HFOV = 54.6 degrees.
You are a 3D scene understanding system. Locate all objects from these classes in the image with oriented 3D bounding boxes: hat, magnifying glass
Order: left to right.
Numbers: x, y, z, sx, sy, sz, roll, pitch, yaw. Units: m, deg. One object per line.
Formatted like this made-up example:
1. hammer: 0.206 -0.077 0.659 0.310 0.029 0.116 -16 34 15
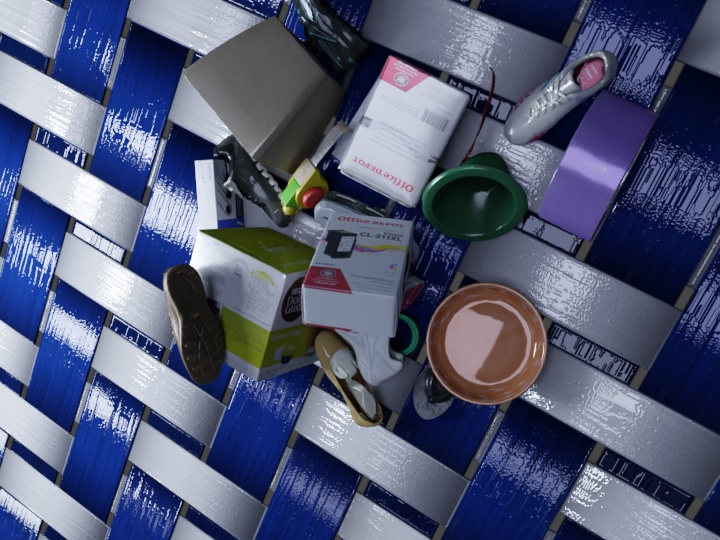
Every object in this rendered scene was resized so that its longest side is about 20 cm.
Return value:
1. magnifying glass: 0.014 0.117 1.277 0.198 0.022 0.081 -2 97 21
2. hat: 0.201 -0.175 1.153 0.165 0.177 0.200 29 140 -22

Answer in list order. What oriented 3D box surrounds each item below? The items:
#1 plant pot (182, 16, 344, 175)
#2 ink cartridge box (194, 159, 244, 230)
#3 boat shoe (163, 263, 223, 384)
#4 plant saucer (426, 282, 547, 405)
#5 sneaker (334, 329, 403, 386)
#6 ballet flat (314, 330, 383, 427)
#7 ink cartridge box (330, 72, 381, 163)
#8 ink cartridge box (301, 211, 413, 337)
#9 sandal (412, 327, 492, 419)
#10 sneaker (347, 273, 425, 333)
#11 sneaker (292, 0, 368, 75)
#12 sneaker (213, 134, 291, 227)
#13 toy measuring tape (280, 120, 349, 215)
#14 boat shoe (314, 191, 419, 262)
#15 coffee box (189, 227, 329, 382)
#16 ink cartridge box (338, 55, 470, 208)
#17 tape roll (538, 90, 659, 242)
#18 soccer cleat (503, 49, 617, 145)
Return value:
1. plant pot: -0.146 -0.309 1.201 0.177 0.200 0.200 -43 80 11
2. ink cartridge box: -0.263 -0.107 1.321 0.044 0.094 0.202 1 98 22
3. boat shoe: -0.279 0.087 1.154 0.067 0.071 0.202 -1 104 62
4. plant saucer: 0.209 0.121 1.163 0.198 0.037 0.203 0 89 8
5. sneaker: 0.008 0.103 1.225 0.080 0.071 0.201 -27 104 23
6. ballet flat: -0.013 0.195 1.254 0.063 0.068 0.201 -1 122 61
7. ink cartridge box: 0.039 -0.255 1.206 0.094 0.037 0.201 39 107 13
8. ink cartridge box: 0.000 0.000 1.102 0.144 0.201 0.083 7 129 8
9. sandal: 0.151 0.177 1.210 0.075 0.048 0.201 37 108 13
10. sneaker: 0.017 0.039 1.183 0.087 0.199 0.074 42 135 27
11. sneaker: -0.077 -0.428 1.210 0.200 0.075 0.079 48 114 10
12. sneaker: -0.204 -0.157 1.277 0.090 0.066 0.201 -32 100 -20
13. toy measuring tape: -0.070 -0.173 1.234 0.074 0.073 0.200 45 112 11
14. boat shoe: 0.019 -0.083 1.216 0.199 0.071 0.072 28 143 -5
15. coffee box: -0.174 0.048 1.237 0.199 0.199 0.200 25 106 25
16. ink cartridge box: 0.071 -0.225 1.138 0.145 0.085 0.201 27 107 1
17. tape roll: 0.341 -0.148 1.004 0.084 0.200 0.202 29 107 15
18. soccer cleat: 0.298 -0.268 1.067 0.199 0.086 0.070 -37 83 23
